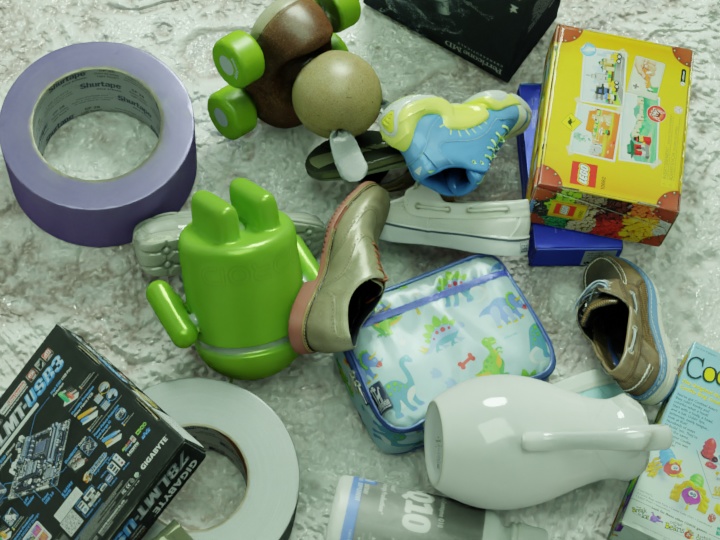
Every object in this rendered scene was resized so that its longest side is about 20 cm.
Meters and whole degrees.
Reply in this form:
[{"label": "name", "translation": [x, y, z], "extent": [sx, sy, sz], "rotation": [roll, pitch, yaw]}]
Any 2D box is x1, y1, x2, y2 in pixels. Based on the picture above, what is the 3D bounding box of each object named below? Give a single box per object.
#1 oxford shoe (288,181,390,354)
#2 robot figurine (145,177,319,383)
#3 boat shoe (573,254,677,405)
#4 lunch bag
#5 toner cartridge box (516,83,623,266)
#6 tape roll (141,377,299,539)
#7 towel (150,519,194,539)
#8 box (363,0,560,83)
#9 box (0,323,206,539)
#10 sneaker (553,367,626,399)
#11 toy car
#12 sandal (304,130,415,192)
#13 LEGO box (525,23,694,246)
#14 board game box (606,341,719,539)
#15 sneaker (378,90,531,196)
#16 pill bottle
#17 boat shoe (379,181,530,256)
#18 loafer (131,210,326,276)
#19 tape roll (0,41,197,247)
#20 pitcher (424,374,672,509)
[{"label": "oxford shoe", "translation": [0.000, 0.000, 1.539], "extent": [0.074, 0.071, 0.201], "rotation": [5, 58, 28]}, {"label": "robot figurine", "translation": [-0.112, 0.017, 1.537], "extent": [0.175, 0.201, 0.115], "rotation": [-21, 28, -28]}, {"label": "boat shoe", "translation": [0.252, 0.043, 1.563], "extent": [0.072, 0.072, 0.200], "rotation": [28, 25, -27]}, {"label": "lunch bag", "translation": [0.078, 0.079, 1.572], "extent": [0.199, 0.083, 0.161], "rotation": [-18, 63, -13]}, {"label": "toner cartridge box", "translation": [0.219, -0.103, 1.689], "extent": [0.094, 0.043, 0.201], "rotation": [1, 64, -5]}, {"label": "tape roll", "translation": [-0.156, 0.205, 1.503], "extent": [0.199, 0.066, 0.202], "rotation": [1, 65, -3]}, {"label": "towel", "translation": [-0.173, 0.354, 1.409], "extent": [0.200, 0.035, 0.193], "rotation": [-41, 95, -12]}, {"label": "box", "translation": [0.118, -0.338, 1.708], "extent": [0.196, 0.200, 0.118], "rotation": [30, 65, 11]}, {"label": "box", "translation": [-0.269, 0.183, 1.450], "extent": [0.198, 0.050, 0.200], "rotation": [36, 87, 34]}, {"label": "sneaker", "translation": [0.179, 0.163, 1.542], "extent": [0.199, 0.074, 0.082], "rotation": [-23, 65, -13]}, {"label": "toy car", "translation": [-0.032, -0.173, 1.637], "extent": [0.164, 0.158, 0.200], "rotation": [-34, 67, -28]}, {"label": "sandal", "translation": [0.040, -0.111, 1.670], "extent": [0.200, 0.058, 0.080], "rotation": [-8, 29, -20]}, {"label": "LEGO box", "translation": [0.256, -0.141, 1.643], "extent": [0.148, 0.077, 0.201], "rotation": [11, 64, 0]}, {"label": "board game box", "translation": [0.320, 0.190, 1.520], "extent": [0.104, 0.103, 0.201], "rotation": [24, 65, 9]}, {"label": "sneaker", "translation": [0.107, -0.120, 1.599], "extent": [0.199, 0.076, 0.106], "rotation": [-7, 68, -39]}, {"label": "pill bottle", "translation": [0.065, 0.263, 1.463], "extent": [0.199, 0.114, 0.114], "rotation": [12, 64, 1]}, {"label": "boat shoe", "translation": [0.077, -0.062, 1.618], "extent": [0.199, 0.071, 0.070], "rotation": [9, 101, 20]}, {"label": "loafer", "translation": [-0.133, -0.038, 1.620], "extent": [0.199, 0.070, 0.070], "rotation": [-3, 34, -18]}, {"label": "tape roll", "translation": [-0.269, -0.131, 1.647], "extent": [0.198, 0.085, 0.201], "rotation": [2, 64, -4]}, {"label": "pitcher", "translation": [0.167, 0.152, 1.428], "extent": [0.198, 0.172, 0.122], "rotation": [0, 81, -10]}]
